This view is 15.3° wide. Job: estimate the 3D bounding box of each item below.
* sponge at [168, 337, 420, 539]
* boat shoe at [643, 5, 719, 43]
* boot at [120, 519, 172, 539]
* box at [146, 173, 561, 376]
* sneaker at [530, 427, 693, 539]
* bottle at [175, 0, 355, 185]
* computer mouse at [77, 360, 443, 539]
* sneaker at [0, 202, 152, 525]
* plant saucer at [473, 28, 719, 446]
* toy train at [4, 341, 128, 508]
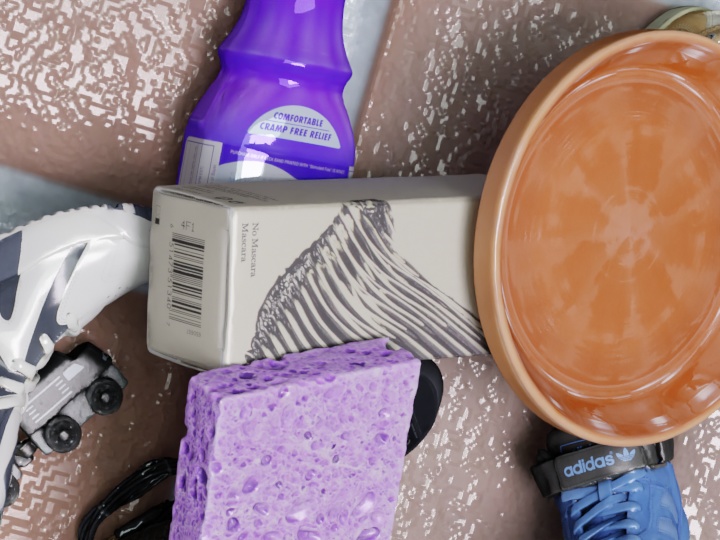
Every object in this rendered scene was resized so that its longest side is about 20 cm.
[{"bbox_3d":[-0.037,0.133,1.218,0.111,0.030,0.201,-8,117,-37],"label":"sponge"},{"bbox_3d":[0.127,-0.053,1.350,0.072,0.076,0.200,39,85,-20],"label":"boat shoe"},{"bbox_3d":[-0.102,0.216,1.290,0.200,0.073,0.151,-32,109,10],"label":"boot"},{"bbox_3d":[0.000,0.000,1.256,0.200,0.068,0.082,-5,102,-37],"label":"box"},{"bbox_3d":[0.119,0.128,1.318,0.077,0.200,0.112,-16,97,19],"label":"sneaker"},{"bbox_3d":[-0.045,-0.052,1.299,0.083,0.065,0.201,10,93,-25],"label":"bottle"},{"bbox_3d":[-0.050,0.092,1.338,0.199,0.034,0.059,-23,120,-9],"label":"computer mouse"},{"bbox_3d":[-0.162,0.055,1.245,0.199,0.079,0.130,-18,80,-15],"label":"sneaker"},{"bbox_3d":[0.132,-0.016,1.291,0.200,0.032,0.201,-8,104,-37],"label":"plant saucer"},{"bbox_3d":[-0.196,0.106,1.285,0.200,0.034,0.046,-42,103,-10],"label":"toy train"}]
